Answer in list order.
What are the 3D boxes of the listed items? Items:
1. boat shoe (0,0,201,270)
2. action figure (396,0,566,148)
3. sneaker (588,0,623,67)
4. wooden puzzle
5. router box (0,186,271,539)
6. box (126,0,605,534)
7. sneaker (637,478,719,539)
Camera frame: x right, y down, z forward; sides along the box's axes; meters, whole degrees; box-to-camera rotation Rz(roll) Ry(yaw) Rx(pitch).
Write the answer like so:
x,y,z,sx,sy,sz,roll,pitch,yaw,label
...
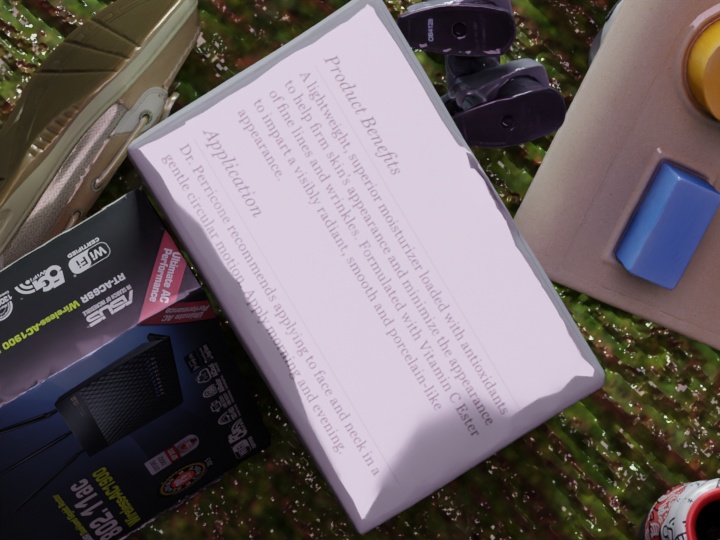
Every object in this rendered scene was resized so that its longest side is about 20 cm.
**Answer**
x,y,z,sx,sy,sz,roll,pitch,yaw,label
-0.146,-0.064,1.027,0.073,0.063,0.201,17,66,50,boat shoe
0.049,-0.124,0.981,0.069,0.200,0.131,-14,109,2,action figure
0.203,-0.071,1.017,0.200,0.089,0.074,40,78,7,sneaker
0.200,-0.046,0.970,0.199,0.046,0.186,23,105,-12,wooden puzzle
-0.133,0.064,0.919,0.149,0.200,0.062,-31,64,-7,router box
0.000,0.000,0.922,0.130,0.200,0.200,-31,89,-3,box
0.228,0.171,0.948,0.201,0.108,0.067,35,79,7,sneaker
